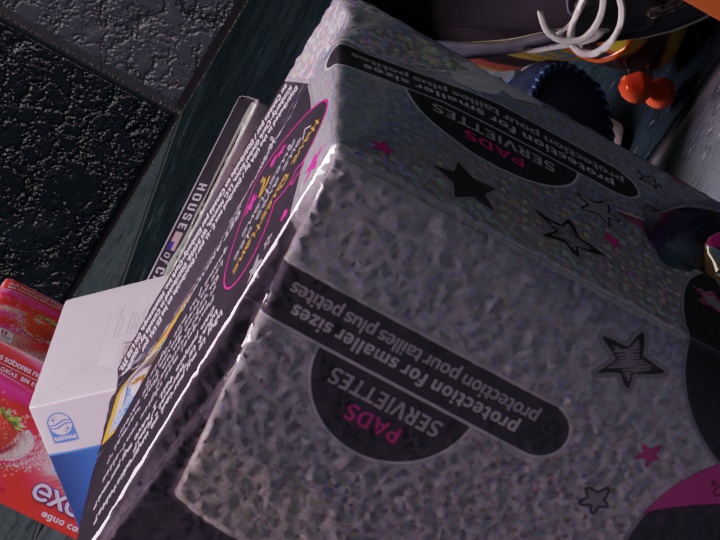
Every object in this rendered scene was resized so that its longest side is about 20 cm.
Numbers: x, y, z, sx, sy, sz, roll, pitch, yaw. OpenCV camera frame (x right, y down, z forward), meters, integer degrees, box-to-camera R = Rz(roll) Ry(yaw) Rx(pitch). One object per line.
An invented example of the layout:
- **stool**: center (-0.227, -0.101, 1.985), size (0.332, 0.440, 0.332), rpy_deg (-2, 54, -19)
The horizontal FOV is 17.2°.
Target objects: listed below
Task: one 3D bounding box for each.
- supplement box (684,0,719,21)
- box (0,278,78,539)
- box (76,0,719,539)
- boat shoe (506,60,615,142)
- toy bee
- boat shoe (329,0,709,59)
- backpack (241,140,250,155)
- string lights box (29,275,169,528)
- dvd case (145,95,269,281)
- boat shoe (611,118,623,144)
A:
- **supplement box**: center (0.182, -0.187, 0.920), size (0.201, 0.066, 0.069), rpy_deg (-66, 8, -22)
- **box**: center (-0.149, 0.100, 1.413), size (0.096, 0.199, 0.100), rpy_deg (-60, 10, 17)
- **box**: center (0.050, 0.045, 0.589), size (0.133, 0.199, 0.115), rpy_deg (-58, 13, 21)
- **boat shoe**: center (0.083, 0.002, 0.933), size (0.069, 0.084, 0.201), rpy_deg (-36, 43, 51)
- **toy bee**: center (0.096, -0.119, 1.045), size (0.200, 0.130, 0.110), rpy_deg (-30, 62, 60)
- **boat shoe**: center (0.083, -0.125, 0.968), size (0.062, 0.199, 0.075), rpy_deg (-40, -58, -73)
- **backpack**: center (0.041, 0.029, 0.774), size (0.191, 0.199, 0.155), rpy_deg (-77, 5, -66)
- **string lights box**: center (-0.090, 0.117, 1.138), size (0.059, 0.201, 0.103), rpy_deg (-13, 26, 11)
- **dvd case**: center (-0.057, 0.026, 1.327), size (0.025, 0.150, 0.201), rpy_deg (14, 74, 49)
- **boat shoe**: center (0.062, -0.045, 1.147), size (0.074, 0.060, 0.200), rpy_deg (-65, 11, -11)
